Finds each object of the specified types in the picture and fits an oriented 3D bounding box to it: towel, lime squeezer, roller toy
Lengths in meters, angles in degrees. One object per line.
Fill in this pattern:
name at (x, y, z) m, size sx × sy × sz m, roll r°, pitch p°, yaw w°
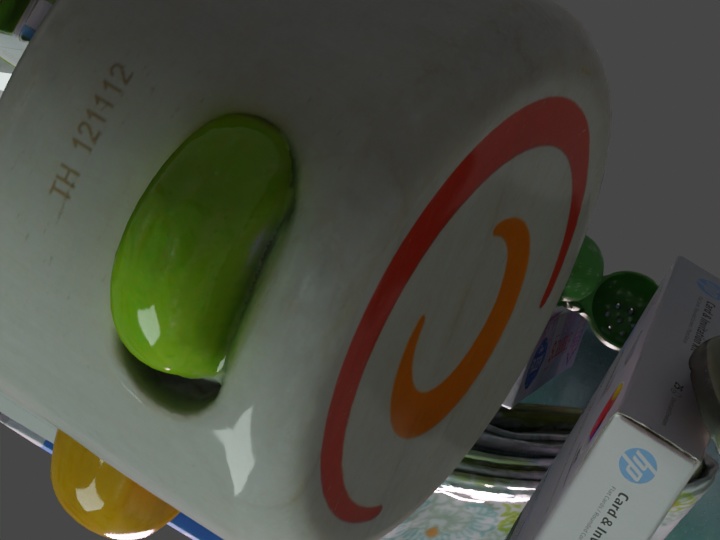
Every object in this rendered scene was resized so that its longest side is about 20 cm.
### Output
towel at (0.055, 0.117, 1.254) m, size 0.170 × 0.049 × 0.200 m, roll 7°, pitch 151°, yaw -15°
lime squeezer at (0.111, 0.010, 1.174) m, size 0.200 × 0.038 × 0.071 m, roll 35°, pitch 175°, yaw -30°
roller toy at (-0.025, -0.018, 0.801) m, size 0.139 × 0.183 × 0.201 m, roll 30°, pitch 151°, yaw 22°

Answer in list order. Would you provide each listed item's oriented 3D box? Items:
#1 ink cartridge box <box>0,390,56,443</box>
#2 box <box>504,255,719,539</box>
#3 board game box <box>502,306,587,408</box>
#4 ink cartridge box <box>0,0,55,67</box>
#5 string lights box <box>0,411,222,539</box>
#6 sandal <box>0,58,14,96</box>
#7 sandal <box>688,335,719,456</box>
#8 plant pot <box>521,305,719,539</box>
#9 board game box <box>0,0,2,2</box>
ink cartridge box at (-0.094, 0.004, 1.115) m, size 0.103 × 0.059 × 0.200 m, roll 31°, pitch 143°, yaw -2°
box at (0.083, 0.108, 1.079) m, size 0.041 × 0.201 × 0.156 m, roll 29°, pitch -154°, yaw 3°
board game box at (0.000, 0.000, 1.237) m, size 0.199 × 0.041 × 0.199 m, roll 21°, pitch -173°, yaw 9°
ink cartridge box at (-0.055, -0.081, 1.032) m, size 0.147 × 0.076 × 0.200 m, roll 33°, pitch 174°, yaw -22°
string lights box at (-0.101, 0.096, 1.577) m, size 0.199 × 0.103 × 0.059 m, roll 33°, pitch 173°, yaw -11°
sandal at (-0.089, -0.092, 1.159) m, size 0.205 × 0.080 × 0.059 m, roll 20°, pitch 163°, yaw -8°
sandal at (0.203, 0.061, 1.025) m, size 0.200 × 0.057 × 0.080 m, roll 16°, pitch -137°, yaw -32°
plant pot at (0.146, 0.109, 1.425) m, size 0.199 × 0.135 × 0.200 m, roll 30°, pitch 176°, yaw 2°
board game box at (-0.160, -0.080, 0.922) m, size 0.043 × 0.200 × 0.200 m, roll 30°, pitch 176°, yaw -6°
